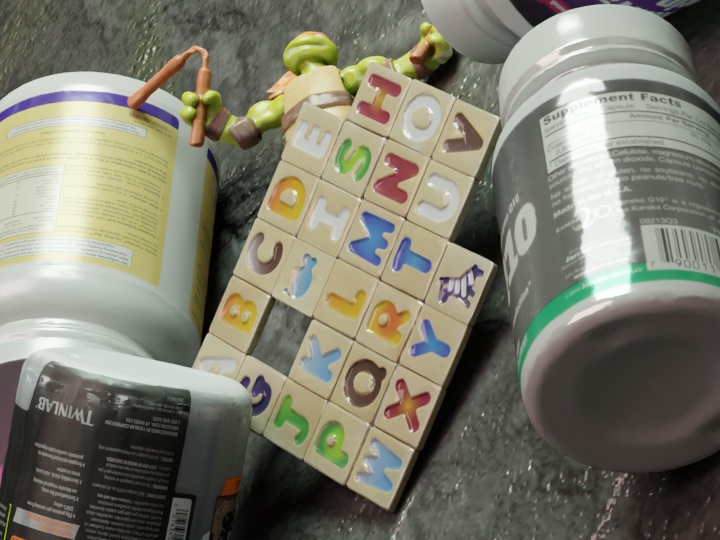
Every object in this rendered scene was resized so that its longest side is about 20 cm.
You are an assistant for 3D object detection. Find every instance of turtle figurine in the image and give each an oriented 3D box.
[{"bbox_3d":[-0.029,-0.074,1.613,0.199,0.065,0.162,-16,51,10],"label":"turtle figurine"}]

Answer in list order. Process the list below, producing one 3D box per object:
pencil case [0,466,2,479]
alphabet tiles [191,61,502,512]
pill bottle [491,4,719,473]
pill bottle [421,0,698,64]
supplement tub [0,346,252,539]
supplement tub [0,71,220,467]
[{"bbox_3d":[-0.224,0.180,1.681,0.094,0.090,0.201,-43,32,35],"label":"pencil case"},{"bbox_3d":[0.000,0.000,1.501,0.167,0.008,0.201,27,96,43],"label":"alphabet tiles"},{"bbox_3d":[0.118,-0.019,1.310,0.113,0.113,0.201,-40,35,30],"label":"pill bottle"},{"bbox_3d":[0.120,-0.172,1.439,0.199,0.111,0.112,-24,46,46],"label":"pill bottle"},{"bbox_3d":[-0.129,0.147,1.500,0.122,0.122,0.202,16,96,59],"label":"supplement tub"},{"bbox_3d":[-0.158,0.004,1.673,0.145,0.145,0.201,-32,39,38],"label":"supplement tub"}]
